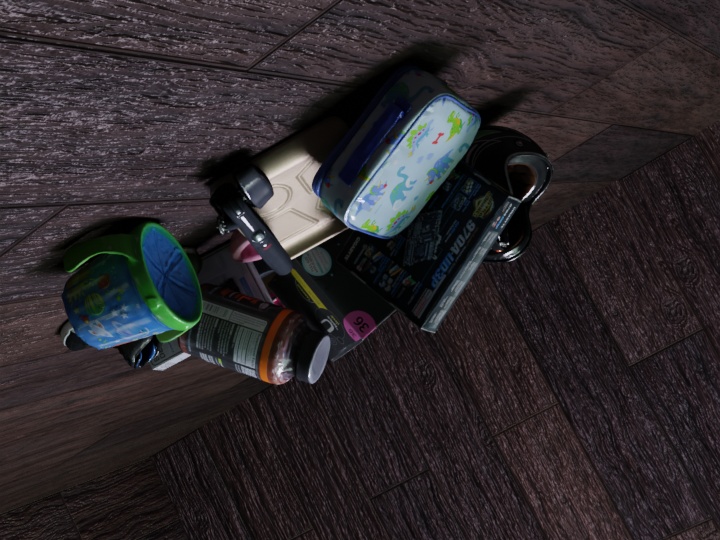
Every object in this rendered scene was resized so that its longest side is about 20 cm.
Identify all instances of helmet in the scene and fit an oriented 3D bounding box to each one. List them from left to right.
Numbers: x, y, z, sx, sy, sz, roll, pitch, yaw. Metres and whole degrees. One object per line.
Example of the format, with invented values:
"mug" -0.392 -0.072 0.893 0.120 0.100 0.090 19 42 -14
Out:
"helmet" 0.188 -0.126 1.766 0.199 0.191 0.200 11 160 4

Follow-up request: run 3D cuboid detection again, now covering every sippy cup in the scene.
"sippy cup" -0.280 0.028 1.389 0.130 0.178 0.140 -24 -163 14

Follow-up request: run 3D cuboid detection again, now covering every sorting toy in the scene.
"sorting toy" -0.073 -0.099 1.442 0.185 0.037 0.200 -29 148 5

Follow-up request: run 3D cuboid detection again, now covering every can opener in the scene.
"can opener" -0.121 -0.048 1.385 0.078 0.063 0.200 -26 146 0

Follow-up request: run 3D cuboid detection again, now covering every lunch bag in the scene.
"lunch bag" 0.043 -0.139 1.368 0.200 0.082 0.161 -53 155 13

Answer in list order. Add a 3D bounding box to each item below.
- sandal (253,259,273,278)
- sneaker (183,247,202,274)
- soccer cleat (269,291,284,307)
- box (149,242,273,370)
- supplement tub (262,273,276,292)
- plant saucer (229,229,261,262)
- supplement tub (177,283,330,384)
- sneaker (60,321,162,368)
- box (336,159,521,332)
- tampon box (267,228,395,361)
"sandal" -0.131 -0.027 1.760 0.200 0.076 0.043 -20 175 27
"sneaker" -0.256 0.021 1.555 0.067 0.090 0.200 -31 172 12
"soccer cleat" -0.090 0.035 1.826 0.200 0.070 0.086 -35 -169 -4
"box" -0.240 0.053 1.712 0.200 0.117 0.060 -27 175 2
"supplement tub" -0.131 0.060 2.012 0.200 0.145 0.145 -27 172 -4
"plant saucer" -0.097 -0.079 1.606 0.200 0.051 0.201 -28 172 -4
"supplement tub" -0.145 0.093 1.605 0.107 0.200 0.107 17 90 -75
"sneaker" -0.353 0.101 1.654 0.200 0.112 0.073 -35 168 39
"box" 0.082 -0.049 1.452 0.200 0.159 0.046 -58 151 10
"tampon box" 0.000 0.000 1.636 0.200 0.150 0.126 -41 180 -29
